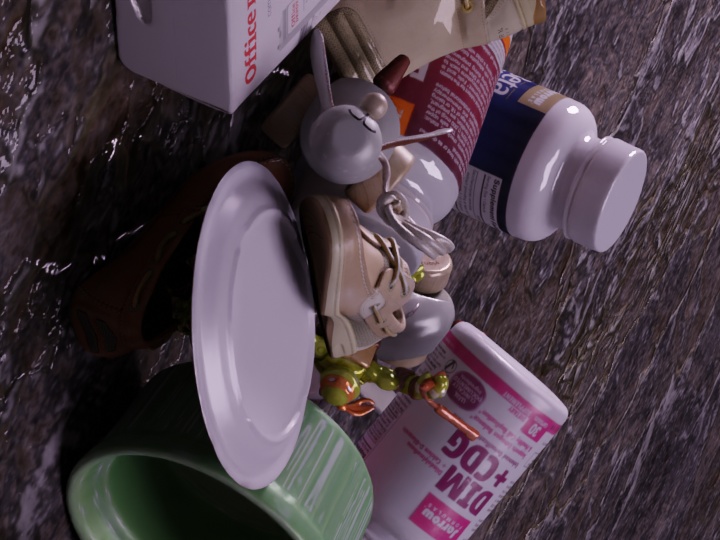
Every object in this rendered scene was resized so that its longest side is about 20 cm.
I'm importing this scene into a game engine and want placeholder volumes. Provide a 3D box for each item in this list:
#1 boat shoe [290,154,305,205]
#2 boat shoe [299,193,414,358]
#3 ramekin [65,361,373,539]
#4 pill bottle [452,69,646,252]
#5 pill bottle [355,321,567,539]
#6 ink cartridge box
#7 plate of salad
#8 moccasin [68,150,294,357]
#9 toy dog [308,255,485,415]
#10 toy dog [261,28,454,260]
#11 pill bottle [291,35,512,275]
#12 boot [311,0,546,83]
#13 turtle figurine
[{"bbox_3d":[-0.014,-0.039,1.700,0.202,0.086,0.075,-55,157,-26],"label":"boat shoe"},{"bbox_3d":[0.000,0.000,1.545,0.200,0.064,0.073,83,-6,-67],"label":"boat shoe"},{"bbox_3d":[-0.088,0.154,1.592,0.201,0.199,0.098,90,25,-48],"label":"ramekin"},{"bbox_3d":[0.108,-0.090,1.782,0.111,0.199,0.111,-51,155,-34],"label":"pill bottle"},{"bbox_3d":[0.057,0.149,1.828,0.200,0.113,0.113,-51,160,4],"label":"pill bottle"},{"bbox_3d":[-0.056,-0.212,1.411,0.200,0.082,0.147,-50,156,-35],"label":"ink cartridge box"},{"bbox_3d":[-0.073,0.034,1.464,0.200,0.048,0.202,-1,90,-71],"label":"plate of salad"},{"bbox_3d":[-0.101,-0.014,1.522,0.201,0.077,0.074,-39,125,-45],"label":"moccasin"},{"bbox_3d":[0.029,0.061,1.881,0.200,0.096,0.132,-50,154,-35],"label":"toy dog"},{"bbox_3d":[0.006,-0.095,1.470,0.132,0.200,0.097,37,90,-25],"label":"toy dog"},{"bbox_3d":[0.025,-0.102,1.637,0.114,0.113,0.201,76,30,-59],"label":"pill bottle"},{"bbox_3d":[0.016,-0.225,1.564,0.155,0.201,0.073,-25,-175,4],"label":"boot"},{"bbox_3d":[0.002,0.050,1.755,0.065,0.199,0.162,118,-9,-45],"label":"turtle figurine"}]
